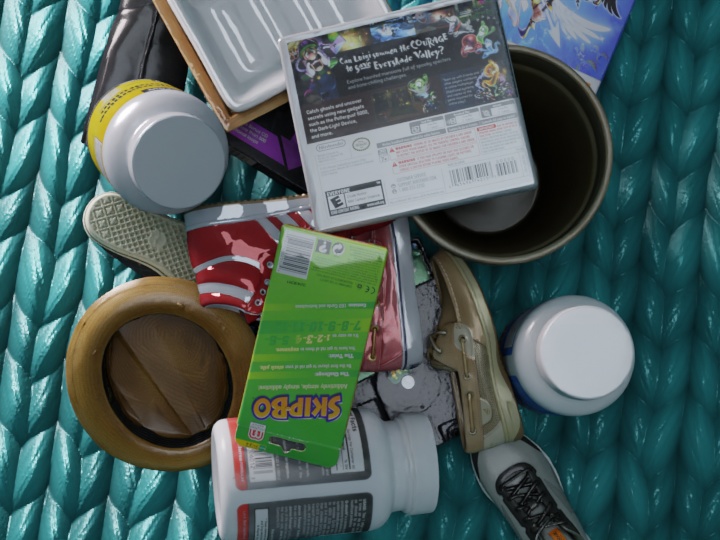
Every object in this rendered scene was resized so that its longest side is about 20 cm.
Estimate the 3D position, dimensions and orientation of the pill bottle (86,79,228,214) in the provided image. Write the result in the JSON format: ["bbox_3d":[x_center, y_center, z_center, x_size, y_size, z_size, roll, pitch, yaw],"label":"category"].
[{"bbox_3d":[-0.183,-0.112,1.165,0.112,0.200,0.112,-4,104,-18],"label":"pill bottle"}]

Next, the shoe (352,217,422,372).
[{"bbox_3d":[0.000,0.000,1.224,0.091,0.071,0.200,-7,85,-12],"label":"shoe"}]

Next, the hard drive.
[{"bbox_3d":[0.034,0.084,1.277,0.140,0.038,0.200,-24,87,-3],"label":"hard drive"}]

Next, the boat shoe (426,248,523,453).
[{"bbox_3d":[0.097,0.075,1.225,0.064,0.071,0.200,-18,87,-5],"label":"boat shoe"}]

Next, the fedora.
[{"bbox_3d":[-0.186,0.094,1.236,0.200,0.082,0.201,-2,106,-6],"label":"fedora"}]

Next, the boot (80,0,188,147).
[{"bbox_3d":[-0.179,-0.199,1.283,0.165,0.066,0.200,14,86,-6],"label":"boot"}]

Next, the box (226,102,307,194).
[{"bbox_3d":[-0.044,-0.180,1.272,0.143,0.036,0.200,30,77,-15],"label":"box"}]

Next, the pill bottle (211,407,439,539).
[{"bbox_3d":[-0.034,0.188,1.186,0.200,0.116,0.116,-3,85,-11],"label":"pill bottle"}]

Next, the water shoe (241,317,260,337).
[{"bbox_3d":[-0.094,0.044,1.244,0.079,0.071,0.200,-8,91,-34],"label":"water shoe"}]

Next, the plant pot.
[{"bbox_3d":[0.128,-0.096,1.225,0.200,0.174,0.200,0,84,1],"label":"plant pot"}]

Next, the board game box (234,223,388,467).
[{"bbox_3d":[-0.044,0.067,1.121,0.095,0.030,0.200,14,94,2],"label":"board game box"}]

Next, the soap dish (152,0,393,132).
[{"bbox_3d":[-0.081,-0.239,1.203,0.200,0.081,0.157,-30,91,-15],"label":"soap dish"}]

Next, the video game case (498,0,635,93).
[{"bbox_3d":[0.188,-0.288,1.310,0.181,0.045,0.200,23,85,0],"label":"video game case"}]

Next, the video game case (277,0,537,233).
[{"bbox_3d":[0.041,-0.140,1.133,0.200,0.023,0.182,-12,84,5],"label":"video game case"}]

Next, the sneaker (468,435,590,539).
[{"bbox_3d":[0.177,0.236,1.247,0.074,0.079,0.200,-33,85,-2],"label":"sneaker"}]

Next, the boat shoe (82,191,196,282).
[{"bbox_3d":[-0.184,-0.014,1.271,0.200,0.062,0.075,29,80,-14],"label":"boat shoe"}]

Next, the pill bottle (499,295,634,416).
[{"bbox_3d":[0.194,0.081,1.199,0.112,0.200,0.112,0,85,-1],"label":"pill bottle"}]

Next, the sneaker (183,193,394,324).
[{"bbox_3d":[-0.057,-0.011,1.173,0.200,0.071,0.113,-6,83,-1],"label":"sneaker"}]
